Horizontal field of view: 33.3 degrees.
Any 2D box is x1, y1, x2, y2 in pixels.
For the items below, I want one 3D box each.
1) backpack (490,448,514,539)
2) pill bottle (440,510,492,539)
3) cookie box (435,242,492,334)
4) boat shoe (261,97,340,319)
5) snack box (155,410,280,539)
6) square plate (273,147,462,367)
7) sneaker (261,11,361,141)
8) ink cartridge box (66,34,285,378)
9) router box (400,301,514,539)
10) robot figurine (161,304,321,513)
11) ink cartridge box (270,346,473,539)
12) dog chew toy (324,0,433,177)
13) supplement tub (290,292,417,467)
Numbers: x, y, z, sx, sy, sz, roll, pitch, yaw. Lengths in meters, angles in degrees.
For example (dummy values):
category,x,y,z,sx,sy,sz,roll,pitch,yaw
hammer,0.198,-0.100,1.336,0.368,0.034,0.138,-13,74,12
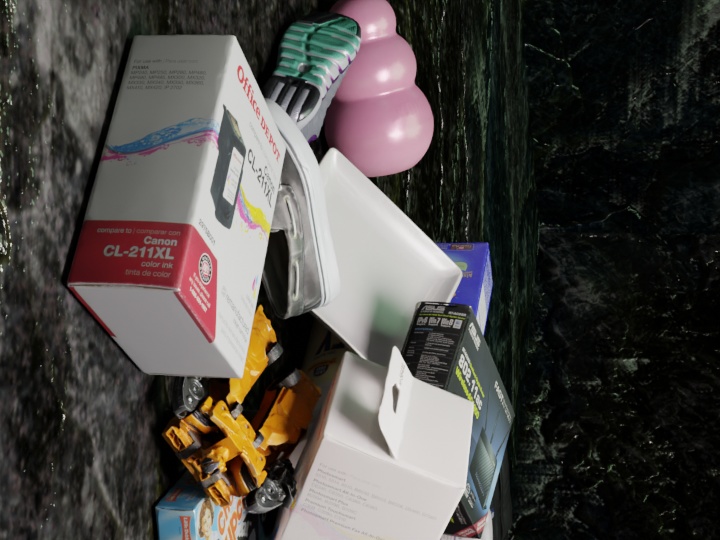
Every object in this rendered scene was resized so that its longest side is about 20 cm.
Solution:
category,x,y,z,sx,sy,sz,roll,pitch,yaw
backpack,0.105,0.245,1.448,0.177,0.149,0.203,-34,126,-57
pill bottle,0.040,0.307,1.319,0.120,0.197,0.122,2,90,-76
cookie box,0.066,0.058,1.466,0.201,0.169,0.076,-73,156,-46
boat shoe,-0.073,-0.051,1.081,0.071,0.072,0.202,-30,109,-36
snack box,-0.114,0.208,1.012,0.200,0.037,0.118,-49,138,-69
square plate,0.000,0.000,1.219,0.200,0.028,0.199,43,44,-11
sneaker,-0.056,-0.178,1.187,0.201,0.074,0.088,-62,168,-46
ink cartridge box,-0.123,-0.045,0.857,0.146,0.082,0.202,65,30,-60
router box,0.088,0.151,1.190,0.201,0.061,0.151,64,38,-47
robot figurine,-0.094,0.113,0.973,0.146,0.058,0.200,55,23,-10
ink cartridge box,0.010,0.180,1.020,0.129,0.124,0.202,-75,-173,-61
dog chew toy,0.012,-0.210,1.333,0.125,0.123,0.203,-52,134,-67
supplement tub,0.003,0.128,1.265,0.146,0.143,0.202,77,20,-45
